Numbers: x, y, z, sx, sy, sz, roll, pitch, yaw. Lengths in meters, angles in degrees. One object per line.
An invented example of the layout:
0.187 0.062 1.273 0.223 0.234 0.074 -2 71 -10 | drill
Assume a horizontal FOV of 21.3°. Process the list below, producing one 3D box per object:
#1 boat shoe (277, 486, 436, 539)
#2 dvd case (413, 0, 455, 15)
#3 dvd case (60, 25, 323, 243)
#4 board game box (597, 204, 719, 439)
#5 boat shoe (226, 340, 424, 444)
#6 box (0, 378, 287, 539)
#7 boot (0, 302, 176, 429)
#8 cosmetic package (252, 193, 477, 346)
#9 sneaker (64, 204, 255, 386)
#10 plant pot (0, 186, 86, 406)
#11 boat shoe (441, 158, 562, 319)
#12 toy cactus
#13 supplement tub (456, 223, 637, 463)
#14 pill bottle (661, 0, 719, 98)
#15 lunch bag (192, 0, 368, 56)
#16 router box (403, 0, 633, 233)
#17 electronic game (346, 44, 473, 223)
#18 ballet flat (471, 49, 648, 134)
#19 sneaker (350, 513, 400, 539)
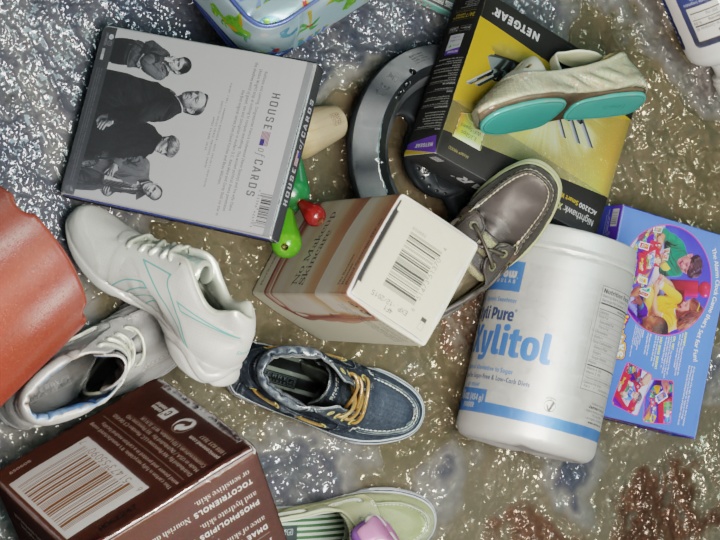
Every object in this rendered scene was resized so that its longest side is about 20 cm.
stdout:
-0.016 0.234 1.691 0.200 0.062 0.072 -4 92 -26 | boat shoe
0.052 -0.352 1.748 0.146 0.022 0.200 21 83 -24 | dvd case
-0.141 -0.114 1.578 0.025 0.200 0.151 28 76 -69 | dvd case
0.275 0.050 1.840 0.134 0.045 0.201 15 83 -25 | board game box
-0.019 0.111 1.674 0.200 0.091 0.071 16 83 -25 | boat shoe
-0.163 0.228 1.536 0.164 0.166 0.200 -31 123 -23 | box
-0.202 0.077 1.584 0.200 0.096 0.074 -30 102 -23 | boot
0.000 0.000 1.624 0.087 0.200 0.104 33 74 -21 | cosmetic package
-0.159 0.003 1.577 0.200 0.080 0.070 41 35 15 | sneaker
-0.330 0.043 1.480 0.195 0.201 0.201 -40 106 -28 | plant pot
0.101 -0.014 1.680 0.073 0.065 0.200 39 113 -4 | boat shoe
-0.076 -0.116 1.647 0.165 0.102 0.200 -23 76 -42 | toy cactus
0.170 0.066 1.743 0.132 0.132 0.201 15 83 -25 | supplement tub
0.347 -0.266 1.839 0.111 0.111 0.200 -31 103 -22 | pill bottle
-0.059 -0.285 1.635 0.200 0.082 0.161 -37 76 -20 | lunch bag
0.150 -0.136 1.740 0.200 0.052 0.158 25 76 -31 | router box
0.073 -0.106 1.745 0.200 0.042 0.201 0 90 -33 | electronic game
0.168 -0.161 1.694 0.200 0.067 0.062 -9 67 -37 | ballet flat
0.016 0.293 1.669 0.088 0.081 0.200 -25 138 -7 | sneaker
